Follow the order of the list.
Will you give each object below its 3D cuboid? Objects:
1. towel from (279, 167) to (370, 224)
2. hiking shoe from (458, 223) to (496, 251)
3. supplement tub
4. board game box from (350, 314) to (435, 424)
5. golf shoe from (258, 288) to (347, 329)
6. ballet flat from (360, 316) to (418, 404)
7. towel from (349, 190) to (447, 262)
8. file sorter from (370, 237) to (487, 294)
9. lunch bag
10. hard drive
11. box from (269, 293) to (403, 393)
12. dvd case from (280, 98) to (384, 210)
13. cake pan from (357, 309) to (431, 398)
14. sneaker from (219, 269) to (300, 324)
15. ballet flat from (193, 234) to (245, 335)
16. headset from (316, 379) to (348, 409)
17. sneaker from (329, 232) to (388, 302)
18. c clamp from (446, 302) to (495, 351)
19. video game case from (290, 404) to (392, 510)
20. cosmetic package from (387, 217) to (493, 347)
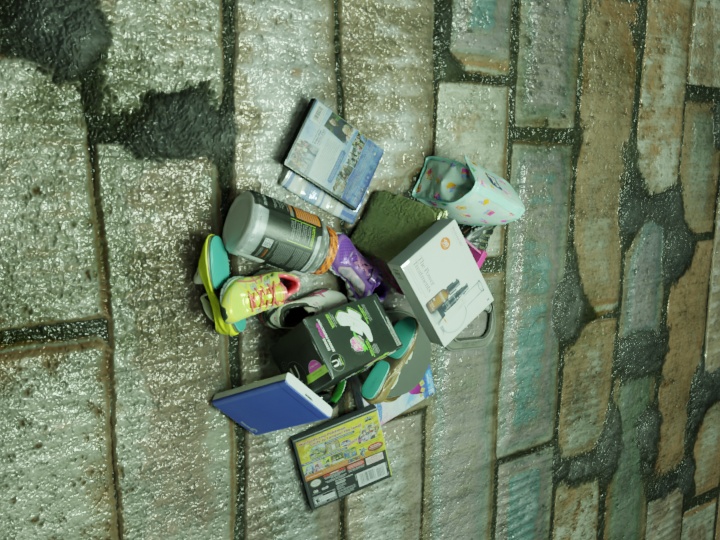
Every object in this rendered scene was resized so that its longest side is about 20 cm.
[{"bbox_3d":[-0.060,-0.198,1.367,0.199,0.024,0.148,27,84,-36],"label":"towel"},{"bbox_3d":[0.269,-0.068,1.601,0.200,0.076,0.101,-41,128,-11],"label":"hiking shoe"},{"bbox_3d":[-0.148,-0.064,1.272,0.199,0.122,0.124,20,88,-35],"label":"supplement tub"},{"bbox_3d":[0.069,0.230,1.530,0.198,0.041,0.202,-25,112,-28],"label":"board game box"},{"bbox_3d":[-0.101,0.085,1.354,0.199,0.092,0.073,-11,105,-35],"label":"golf shoe"},{"bbox_3d":[0.071,0.194,1.421,0.072,0.067,0.201,40,75,-53],"label":"ballet flat"},{"bbox_3d":[0.075,-0.082,1.379,0.036,0.199,0.149,39,77,-50],"label":"towel"},{"bbox_3d":[0.135,-0.022,1.430,0.125,0.199,0.140,36,79,-33],"label":"file sorter"},{"bbox_3d":[0.241,-0.169,1.474,0.169,0.199,0.123,23,86,-34],"label":"lunch bag"},{"bbox_3d":[-0.170,0.258,1.284,0.132,0.199,0.026,46,40,-31],"label":"hard drive"},{"bbox_3d":[-0.047,0.151,1.319,0.199,0.148,0.125,-17,74,-44],"label":"box"},{"bbox_3d":[-0.052,-0.227,1.341,0.199,0.017,0.144,30,83,-36],"label":"dvd case"},{"bbox_3d":[0.079,0.188,1.481,0.199,0.037,0.203,-7,102,-33],"label":"cake pan"},{"bbox_3d":[-0.182,0.041,1.243,0.200,0.089,0.079,-36,123,-56],"label":"sneaker"},{"bbox_3d":[-0.270,0.032,1.242,0.067,0.066,0.202,-56,137,-58],"label":"ballet flat"},{"bbox_3d":[-0.110,0.245,1.406,0.199,0.093,0.125,-27,110,-44],"label":"headset"},{"bbox_3d":[0.000,0.000,1.384,0.081,0.088,0.201,-59,138,-30],"label":"sneaker"},{"bbox_3d":[0.267,0.117,1.654,0.198,0.027,0.173,6,96,-35],"label":"c clamp"},{"bbox_3d":[-0.039,0.409,1.475,0.198,0.025,0.183,-18,110,-16],"label":"video game case"},{"bbox_3d":[0.159,0.023,1.308,0.151,0.052,0.201,-41,116,-22],"label":"cosmetic package"}]
